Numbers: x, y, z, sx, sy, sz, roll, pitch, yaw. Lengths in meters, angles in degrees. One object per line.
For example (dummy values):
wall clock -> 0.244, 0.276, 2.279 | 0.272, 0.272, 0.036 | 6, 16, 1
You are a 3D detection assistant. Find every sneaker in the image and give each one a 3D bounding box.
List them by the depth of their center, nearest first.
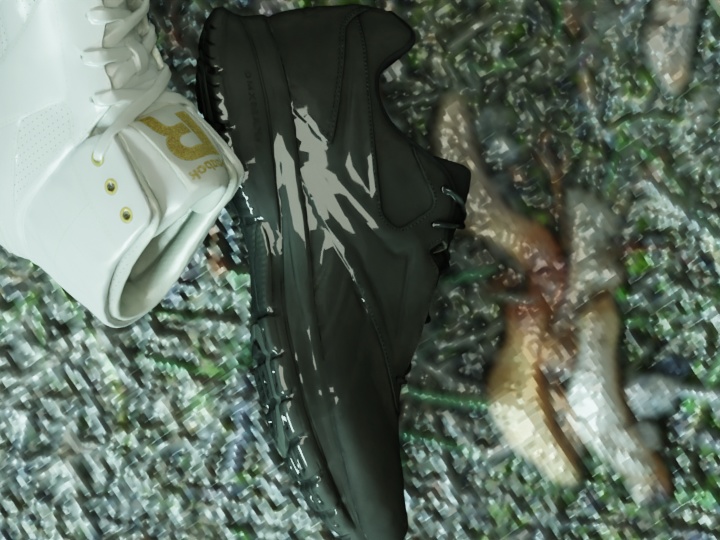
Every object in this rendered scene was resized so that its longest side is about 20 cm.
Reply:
sneaker -> -0.077, -0.075, 0.823 | 0.115, 0.074, 0.201 | 37, 132, 24
sneaker -> 0.000, 0.000, 0.880 | 0.090, 0.076, 0.201 | -11, 94, -9
